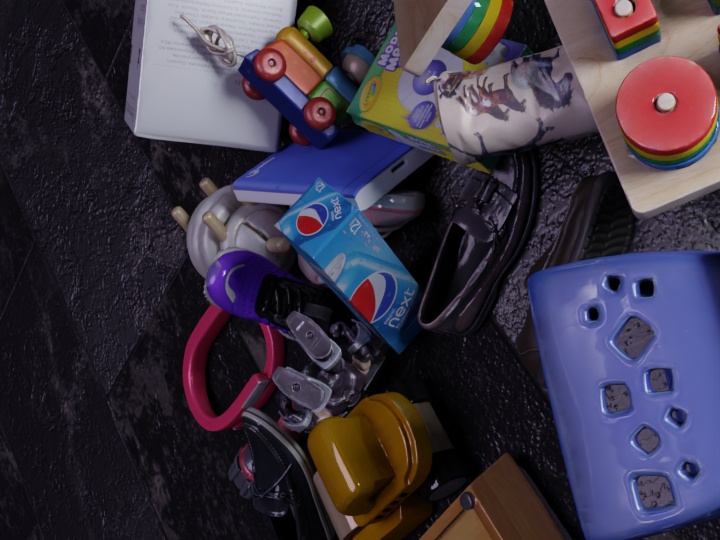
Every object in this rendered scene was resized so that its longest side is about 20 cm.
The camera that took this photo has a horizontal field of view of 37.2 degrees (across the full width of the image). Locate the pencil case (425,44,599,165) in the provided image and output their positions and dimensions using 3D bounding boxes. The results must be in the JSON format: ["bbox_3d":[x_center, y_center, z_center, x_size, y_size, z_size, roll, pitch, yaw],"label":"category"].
[{"bbox_3d":[0.154,-0.150,0.899,0.198,0.078,0.091,-12,84,18],"label":"pencil case"}]

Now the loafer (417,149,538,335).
[{"bbox_3d":[0.110,-0.026,1.019,0.072,0.062,0.202,36,117,40],"label":"loafer"}]

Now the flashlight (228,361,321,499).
[{"bbox_3d":[-0.087,0.185,1.236,0.201,0.067,0.068,-56,32,37],"label":"flashlight"}]

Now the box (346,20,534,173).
[{"bbox_3d":[0.071,-0.178,1.040,0.199,0.048,0.118,25,85,45],"label":"box"}]

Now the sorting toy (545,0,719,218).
[{"bbox_3d":[0.254,-0.172,0.776,0.198,0.070,0.201,-23,72,14],"label":"sorting toy"}]

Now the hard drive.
[{"bbox_3d":[-0.028,-0.109,1.124,0.199,0.132,0.026,8,129,47],"label":"hard drive"}]

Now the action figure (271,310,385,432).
[{"bbox_3d":[-0.035,0.105,1.081,0.069,0.200,0.131,26,81,16],"label":"action figure"}]

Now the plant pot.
[{"bbox_3d":[0.260,0.076,0.766,0.179,0.199,0.203,-20,76,40],"label":"plant pot"}]

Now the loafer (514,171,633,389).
[{"bbox_3d":[0.176,0.004,0.939,0.071,0.072,0.202,32,114,40],"label":"loafer"}]

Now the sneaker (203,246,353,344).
[{"bbox_3d":[-0.075,0.033,1.139,0.099,0.199,0.070,16,82,39],"label":"sneaker"}]

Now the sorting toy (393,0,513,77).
[{"bbox_3d":[0.110,-0.288,0.951,0.199,0.069,0.201,-53,24,32],"label":"sorting toy"}]

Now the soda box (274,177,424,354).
[{"bbox_3d":[0.000,0.000,1.042,0.064,0.200,0.068,-47,50,-5],"label":"soda box"}]

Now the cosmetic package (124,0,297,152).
[{"bbox_3d":[-0.173,-0.250,1.213,0.165,0.163,0.203,-141,58,-70],"label":"cosmetic package"}]

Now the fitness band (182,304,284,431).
[{"bbox_3d":[-0.162,0.113,1.347,0.200,0.037,0.145,-51,54,35],"label":"fitness band"}]

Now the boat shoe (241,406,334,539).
[{"bbox_3d":[-0.089,0.241,1.186,0.074,0.062,0.202,12,130,49],"label":"boat shoe"}]

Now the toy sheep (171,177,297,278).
[{"bbox_3d":[-0.138,-0.039,1.241,0.199,0.136,0.140,19,106,60],"label":"toy sheep"}]

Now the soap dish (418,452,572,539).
[{"bbox_3d":[0.115,0.298,1.013,0.201,0.081,0.158,-54,54,33],"label":"soap dish"}]

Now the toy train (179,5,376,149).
[{"bbox_3d":[-0.078,-0.235,1.123,0.200,0.116,0.085,44,163,-7],"label":"toy train"}]

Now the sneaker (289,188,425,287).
[{"bbox_3d":[-0.003,-0.034,1.138,0.199,0.075,0.106,1,94,50],"label":"sneaker"}]

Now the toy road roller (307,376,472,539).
[{"bbox_3d":[0.000,0.204,1.087,0.200,0.145,0.124,-50,57,36],"label":"toy road roller"}]
